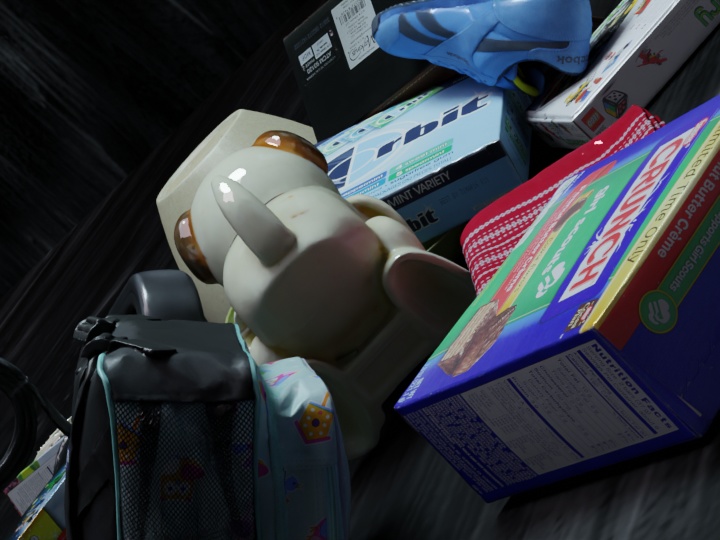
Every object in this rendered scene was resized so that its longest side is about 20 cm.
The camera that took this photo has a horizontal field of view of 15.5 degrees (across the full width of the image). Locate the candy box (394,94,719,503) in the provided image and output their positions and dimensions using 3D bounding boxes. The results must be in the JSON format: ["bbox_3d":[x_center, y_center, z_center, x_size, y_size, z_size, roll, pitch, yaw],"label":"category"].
[{"bbox_3d":[0.125,0.011,1.244,0.169,0.077,0.200,-52,12,-27],"label":"candy box"}]

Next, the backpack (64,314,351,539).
[{"bbox_3d":[-0.083,0.133,1.394,0.176,0.153,0.201,-149,64,-78],"label":"backpack"}]

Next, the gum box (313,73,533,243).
[{"bbox_3d":[0.033,-0.069,1.805,0.170,0.045,0.200,-26,18,14],"label":"gum box"}]

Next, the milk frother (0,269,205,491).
[{"bbox_3d":[-0.173,0.109,1.686,0.199,0.181,0.188,-23,-6,-20],"label":"milk frother"}]

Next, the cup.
[{"bbox_3d":[-0.078,-0.045,2.124,0.200,0.143,0.200,-45,10,10],"label":"cup"}]

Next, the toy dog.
[{"bbox_3d":[-0.045,-0.003,1.631,0.140,0.194,0.200,-55,28,8],"label":"toy dog"}]

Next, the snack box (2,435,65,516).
[{"bbox_3d":[-0.151,0.110,1.944,0.142,0.053,0.200,-37,-3,40],"label":"snack box"}]

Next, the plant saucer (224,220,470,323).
[{"bbox_3d":[0.000,0.000,1.801,0.200,0.031,0.200,-30,18,10],"label":"plant saucer"}]

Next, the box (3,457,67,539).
[{"bbox_3d":[-0.120,0.156,1.542,0.200,0.137,0.038,-53,13,-30],"label":"box"}]

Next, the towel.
[{"bbox_3d":[0.122,-0.034,1.512,0.144,0.023,0.200,-35,12,6],"label":"towel"}]

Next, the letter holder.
[{"bbox_3d":[0.068,-0.172,1.939,0.142,0.101,0.200,4,-32,-45],"label":"letter holder"}]

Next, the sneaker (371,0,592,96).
[{"bbox_3d":[0.078,-0.151,1.778,0.066,0.079,0.200,-12,4,-39],"label":"sneaker"}]

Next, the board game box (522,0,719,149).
[{"bbox_3d":[0.196,-0.162,1.733,0.200,0.035,0.126,-48,11,-4],"label":"board game box"}]

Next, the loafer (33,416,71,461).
[{"bbox_3d":[-0.188,0.126,2.151,0.200,0.076,0.068,-40,7,-13],"label":"loafer"}]
